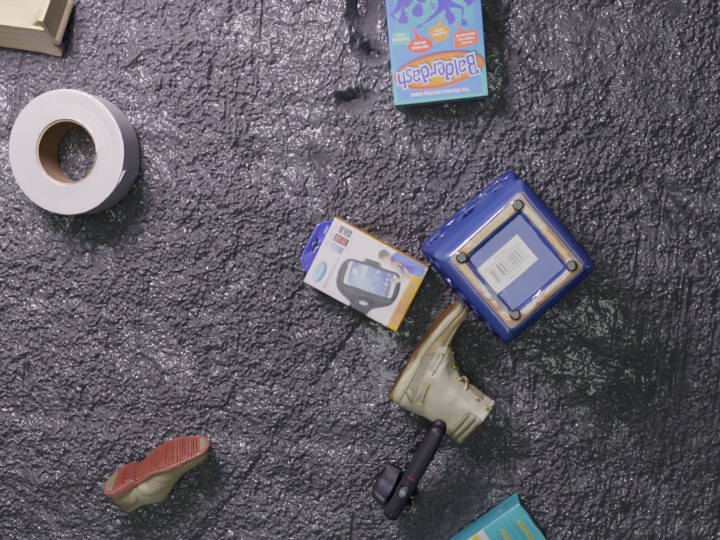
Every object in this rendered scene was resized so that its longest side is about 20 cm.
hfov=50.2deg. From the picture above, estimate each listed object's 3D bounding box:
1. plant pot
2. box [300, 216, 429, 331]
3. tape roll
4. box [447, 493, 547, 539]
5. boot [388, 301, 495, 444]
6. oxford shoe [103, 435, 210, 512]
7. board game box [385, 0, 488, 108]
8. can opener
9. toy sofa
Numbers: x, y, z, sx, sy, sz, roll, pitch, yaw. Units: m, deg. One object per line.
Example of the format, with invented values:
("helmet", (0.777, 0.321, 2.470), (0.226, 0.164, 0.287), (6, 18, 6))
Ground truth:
("plant pot", (0.224, -0.019, 1.167), (0.200, 0.180, 0.200), (-41, 91, 7))
("box", (0.000, 0.000, 1.261), (0.198, 0.041, 0.120), (27, 97, 0))
("tape roll", (-0.471, -0.193, 1.273), (0.199, 0.071, 0.206), (0, 95, 5))
("box", (0.205, 0.465, 1.278), (0.199, 0.049, 0.083), (-38, 91, 7))
("boot", (0.156, 0.166, 1.245), (0.154, 0.072, 0.201), (33, 103, 3))
("oxford shoe", (-0.338, 0.349, 1.322), (0.198, 0.071, 0.074), (-25, 118, 7))
("board game box", (0.119, -0.367, 1.212), (0.150, 0.045, 0.203), (-5, 96, 6))
("can opener", (0.085, 0.327, 1.250), (0.078, 0.064, 0.201), (29, 117, -1))
("toy sofa", (-0.581, -0.426, 1.266), (0.197, 0.098, 0.084), (8, 71, 5))
